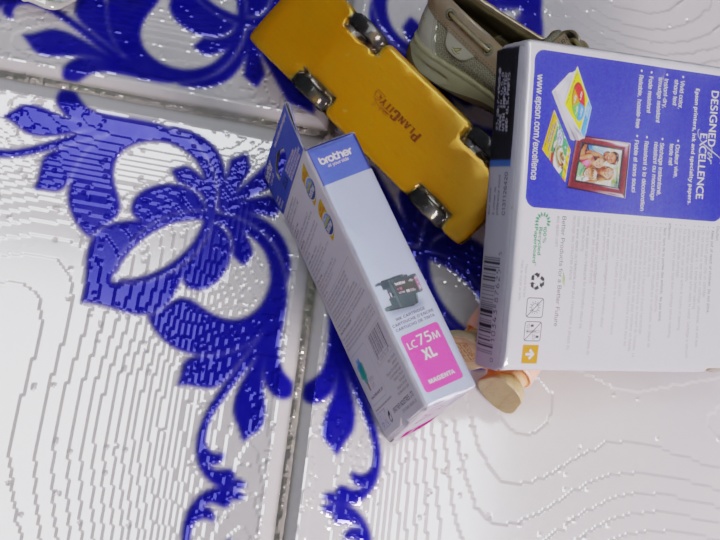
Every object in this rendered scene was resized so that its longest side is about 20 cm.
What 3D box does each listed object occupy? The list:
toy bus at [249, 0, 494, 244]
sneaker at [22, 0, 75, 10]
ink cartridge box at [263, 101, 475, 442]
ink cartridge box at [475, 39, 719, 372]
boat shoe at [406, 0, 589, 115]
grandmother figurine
[{"bbox_3d":[0.017,-0.107,0.770,0.200,0.078,0.065,45,95,6],"label":"toy bus"},{"bbox_3d":[-0.231,-0.217,0.769,0.199,0.070,0.081,-10,77,-15],"label":"sneaker"},{"bbox_3d":[0.000,0.000,0.719,0.042,0.119,0.201,-24,79,-16],"label":"ink cartridge box"},{"bbox_3d":[0.173,-0.034,0.739,0.199,0.047,0.199,3,91,-26],"label":"ink cartridge box"},{"bbox_3d":[0.127,-0.131,0.793,0.199,0.065,0.072,31,37,12],"label":"boat shoe"},{"bbox_3d":[0.137,-0.005,0.785,0.200,0.060,0.122,-46,113,-23],"label":"grandmother figurine"}]
